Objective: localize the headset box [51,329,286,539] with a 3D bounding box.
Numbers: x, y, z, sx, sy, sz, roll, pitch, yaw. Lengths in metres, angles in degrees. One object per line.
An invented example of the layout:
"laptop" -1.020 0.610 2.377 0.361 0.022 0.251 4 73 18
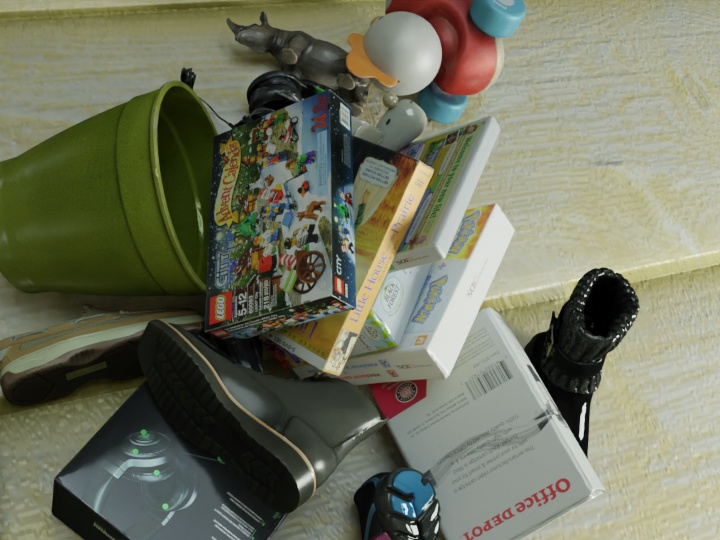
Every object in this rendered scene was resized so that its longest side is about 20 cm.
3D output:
"headset box" -0.148 0.187 0.866 0.174 0.093 0.200 35 55 4

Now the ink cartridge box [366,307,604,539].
"ink cartridge box" 0.120 0.161 0.943 0.145 0.083 0.200 -32 69 11

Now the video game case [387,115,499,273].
"video game case" 0.031 -0.063 0.953 0.022 0.182 0.200 54 41 -27

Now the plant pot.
"plant pot" -0.238 -0.057 0.920 0.192 0.201 0.201 -11 58 10

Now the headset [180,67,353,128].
"headset" -0.105 -0.182 1.115 0.199 0.094 0.124 10 55 3

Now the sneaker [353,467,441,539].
"sneaker" 0.048 0.281 0.895 0.073 0.082 0.201 -6 79 -33

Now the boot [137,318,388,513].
"boot" -0.085 0.104 0.854 0.200 0.078 0.138 45 40 14

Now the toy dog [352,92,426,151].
"toy dog" -0.036 -0.122 0.992 0.200 0.132 0.096 -49 122 -23

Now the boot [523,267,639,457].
"boot" 0.219 0.115 0.999 0.079 0.158 0.212 14 54 -13

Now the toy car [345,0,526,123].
"toy car" 0.056 -0.275 1.162 0.200 0.184 0.177 -20 67 -37

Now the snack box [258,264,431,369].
"snack box" 0.000 0.000 0.972 0.053 0.142 0.200 51 43 -26

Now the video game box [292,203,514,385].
"video game box" 0.042 0.027 0.987 0.047 0.182 0.200 53 47 -29

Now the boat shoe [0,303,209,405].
"boat shoe" -0.245 0.061 0.932 0.199 0.072 0.076 -12 52 -25

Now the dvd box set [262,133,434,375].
"dvd box set" -0.034 -0.025 0.888 0.146 0.201 0.029 27 3 39

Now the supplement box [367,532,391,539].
"supplement box" -0.034 0.305 0.766 0.131 0.200 0.103 -22 68 -30

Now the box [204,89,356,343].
"box" -0.072 -0.047 0.869 0.038 0.136 0.201 32 49 -50

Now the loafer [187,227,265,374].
"loafer" -0.119 0.035 0.985 0.070 0.068 0.201 -17 61 -9

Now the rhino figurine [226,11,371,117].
"rhino figurine" -0.074 -0.259 1.195 0.199 0.060 0.088 26 35 -2
